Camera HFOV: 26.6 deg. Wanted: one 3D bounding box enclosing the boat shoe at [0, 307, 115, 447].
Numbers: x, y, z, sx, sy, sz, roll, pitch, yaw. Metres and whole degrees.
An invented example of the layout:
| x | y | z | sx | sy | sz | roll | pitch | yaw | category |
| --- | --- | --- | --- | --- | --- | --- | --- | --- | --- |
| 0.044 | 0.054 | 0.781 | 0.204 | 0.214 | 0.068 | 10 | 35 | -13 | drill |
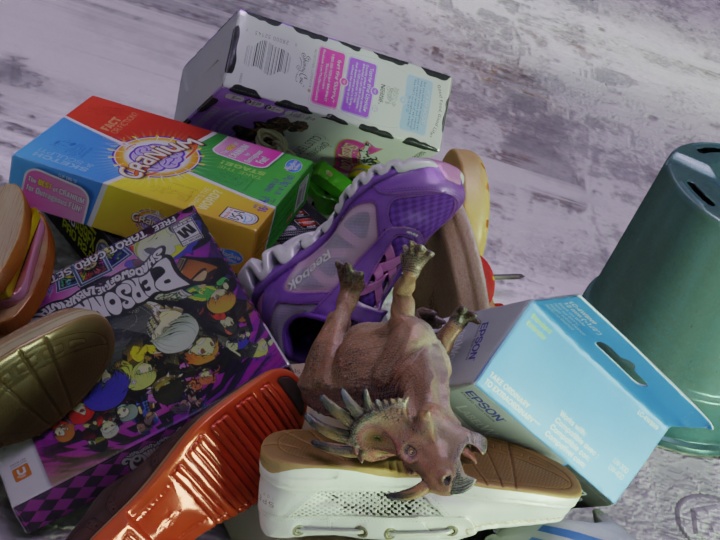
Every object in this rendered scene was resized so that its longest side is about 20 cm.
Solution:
| x | y | z | sx | sy | sz | roll | pitch | yaw | category |
| --- | --- | --- | --- | --- | --- | --- | --- | --- | --- |
| -0.249 | 0.079 | 0.961 | 0.199 | 0.072 | 0.064 | -33 | 43 | -18 | boat shoe |

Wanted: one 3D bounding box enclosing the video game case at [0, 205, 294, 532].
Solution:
| x | y | z | sx | sy | sz | roll | pitch | yaw | category |
| --- | --- | --- | --- | --- | --- | --- | --- | --- | --- |
| -0.165 | 0.060 | 1.030 | 0.199 | 0.036 | 0.182 | -26 | 47 | -9 | video game case |

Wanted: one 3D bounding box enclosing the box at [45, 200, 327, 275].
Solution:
| x | y | z | sx | sy | sz | roll | pitch | yaw | category |
| --- | --- | --- | --- | --- | --- | --- | --- | --- | --- |
| -0.142 | -0.044 | 1.246 | 0.199 | 0.045 | 0.160 | -6 | 33 | -33 | box |

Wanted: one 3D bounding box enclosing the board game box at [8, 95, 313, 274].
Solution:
| x | y | z | sx | sy | sz | roll | pitch | yaw | category |
| --- | --- | --- | --- | --- | --- | --- | --- | --- | --- |
| -0.153 | -0.070 | 1.198 | 0.198 | 0.041 | 0.153 | 17 | 27 | 8 | board game box |

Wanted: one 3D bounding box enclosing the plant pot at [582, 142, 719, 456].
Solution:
| x | y | z | sx | sy | sz | roll | pitch | yaw | category |
| --- | --- | --- | --- | --- | --- | --- | --- | --- | --- |
| 0.288 | 0.013 | 1.268 | 0.199 | 0.197 | 0.201 | 14 | 33 | -9 | plant pot |

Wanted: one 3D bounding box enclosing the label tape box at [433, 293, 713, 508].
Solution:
| x | y | z | sx | sy | sz | roll | pitch | yaw | category |
| --- | --- | --- | --- | --- | --- | --- | --- | --- | --- |
| 0.105 | 0.093 | 0.989 | 0.143 | 0.199 | 0.066 | 41 | 60 | -25 | label tape box |

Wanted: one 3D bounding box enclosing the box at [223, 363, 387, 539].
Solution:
| x | y | z | sx | sy | sz | roll | pitch | yaw | category |
| --- | --- | --- | --- | --- | --- | --- | --- | --- | --- |
| -0.033 | 0.157 | 1.005 | 0.094 | 0.078 | 0.200 | -4 | 40 | -31 | box |

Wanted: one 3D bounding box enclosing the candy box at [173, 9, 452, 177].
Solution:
| x | y | z | sx | sy | sz | roll | pitch | yaw | category |
| --- | --- | --- | --- | --- | --- | --- | --- | --- | --- |
| -0.045 | -0.142 | 1.326 | 0.198 | 0.168 | 0.072 | 14 | 76 | -19 | candy box |

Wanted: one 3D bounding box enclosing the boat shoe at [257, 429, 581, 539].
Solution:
| x | y | z | sx | sy | sz | roll | pitch | yaw | category |
| --- | --- | --- | --- | --- | --- | --- | --- | --- | --- |
| 0.034 | 0.141 | 0.930 | 0.198 | 0.070 | 0.071 | 6 | 17 | -7 | boat shoe |

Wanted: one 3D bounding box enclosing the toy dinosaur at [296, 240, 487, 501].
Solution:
| x | y | z | sx | sy | sz | roll | pitch | yaw | category |
| --- | --- | --- | --- | --- | --- | --- | --- | --- | --- |
| 0.004 | 0.066 | 0.920 | 0.086 | 0.200 | 0.136 | 36 | 71 | -21 | toy dinosaur |

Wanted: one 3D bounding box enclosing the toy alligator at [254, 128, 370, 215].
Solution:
| x | y | z | sx | sy | sz | roll | pitch | yaw | category |
| --- | --- | --- | --- | --- | --- | --- | --- | --- | --- |
| -0.014 | -0.058 | 1.322 | 0.199 | 0.054 | 0.060 | 30 | 55 | -14 | toy alligator |

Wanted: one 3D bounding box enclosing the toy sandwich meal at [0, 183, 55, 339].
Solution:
| x | y | z | sx | sy | sz | roll | pitch | yaw | category |
| --- | --- | --- | --- | --- | --- | --- | --- | --- | --- |
| -0.311 | 0.005 | 1.034 | 0.203 | 0.071 | 0.206 | -3 | 42 | 2 | toy sandwich meal |

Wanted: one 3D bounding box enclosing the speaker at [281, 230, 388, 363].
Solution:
| x | y | z | sx | sy | sz | roll | pitch | yaw | category |
| --- | --- | --- | --- | --- | --- | --- | --- | --- | --- |
| -0.012 | 0.060 | 1.151 | 0.081 | 0.082 | 0.201 | 2 | 37 | -24 | speaker |

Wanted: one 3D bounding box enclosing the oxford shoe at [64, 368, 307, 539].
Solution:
| x | y | z | sx | sy | sz | roll | pitch | yaw | category |
| --- | --- | --- | --- | --- | --- | --- | --- | --- | --- |
| -0.117 | 0.130 | 0.946 | 0.200 | 0.071 | 0.072 | -43 | 31 | -21 | oxford shoe |

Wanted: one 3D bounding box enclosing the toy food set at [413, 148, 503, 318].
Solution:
| x | y | z | sx | sy | sz | roll | pitch | yaw | category |
| --- | --- | --- | --- | --- | --- | --- | --- | --- | --- |
| 0.077 | 0.026 | 1.149 | 0.048 | 0.199 | 0.201 | -8 | 55 | -10 | toy food set |

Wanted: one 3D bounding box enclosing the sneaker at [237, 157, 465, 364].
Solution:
| x | y | z | sx | sy | sz | roll | pitch | yaw | category |
| --- | --- | --- | --- | --- | --- | --- | --- | --- | --- |
| 0.000 | 0.000 | 1.072 | 0.080 | 0.200 | 0.089 | 25 | 39 | -42 | sneaker |

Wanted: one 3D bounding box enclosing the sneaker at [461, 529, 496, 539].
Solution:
| x | y | z | sx | sy | sz | roll | pitch | yaw | category |
| --- | --- | --- | --- | --- | --- | --- | --- | --- | --- |
| 0.108 | 0.221 | 1.009 | 0.103 | 0.060 | 0.201 | 0 | 44 | -25 | sneaker |

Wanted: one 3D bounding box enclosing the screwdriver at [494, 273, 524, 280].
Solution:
| x | y | z | sx | sy | sz | roll | pitch | yaw | category |
| --- | --- | --- | --- | --- | --- | --- | --- | --- | --- |
| 0.054 | 0.011 | 1.308 | 0.198 | 0.029 | 0.028 | 3 | 37 | -28 | screwdriver |

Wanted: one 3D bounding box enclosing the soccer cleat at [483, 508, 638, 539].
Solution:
| x | y | z | sx | sy | sz | roll | pitch | yaw | category |
| --- | --- | --- | --- | --- | --- | --- | --- | --- | --- |
| 0.091 | 0.195 | 0.945 | 0.198 | 0.070 | 0.086 | -4 | 35 | -27 | soccer cleat |
